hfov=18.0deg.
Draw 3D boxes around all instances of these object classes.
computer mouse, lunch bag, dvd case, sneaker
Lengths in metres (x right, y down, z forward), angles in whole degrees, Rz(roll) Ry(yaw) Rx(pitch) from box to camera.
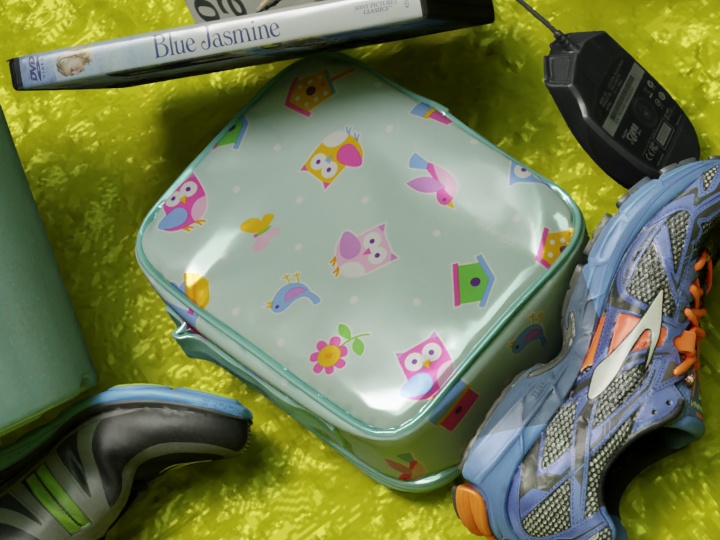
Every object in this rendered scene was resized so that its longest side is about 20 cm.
[{"bbox_3d":[0.078,-0.103,1.028,0.034,0.200,0.059,-34,16,46],"label":"computer mouse"},{"bbox_3d":[0.000,0.000,1.046,0.200,0.077,0.160,34,80,34],"label":"lunch bag"},{"bbox_3d":[-0.047,-0.109,1.070,0.199,0.143,0.018,-9,93,16],"label":"dvd case"},{"bbox_3d":[-0.135,0.111,1.051,0.199,0.071,0.083,-25,68,9],"label":"sneaker"},{"bbox_3d":[0.123,0.041,0.981,0.078,0.075,0.200,28,84,27],"label":"sneaker"}]

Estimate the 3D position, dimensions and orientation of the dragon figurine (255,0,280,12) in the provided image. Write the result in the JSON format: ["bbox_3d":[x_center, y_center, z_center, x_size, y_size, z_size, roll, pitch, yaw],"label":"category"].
[{"bbox_3d":[0.013,-0.165,1.105,0.059,0.100,0.200,-9,40,25],"label":"dragon figurine"}]

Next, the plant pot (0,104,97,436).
[{"bbox_3d":[-0.225,-0.005,1.030,0.200,0.200,0.196,-24,91,8],"label":"plant pot"}]

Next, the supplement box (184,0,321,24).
[{"bbox_3d":[-0.049,-0.237,1.151,0.073,0.126,0.200,-3,47,21],"label":"supplement box"}]
